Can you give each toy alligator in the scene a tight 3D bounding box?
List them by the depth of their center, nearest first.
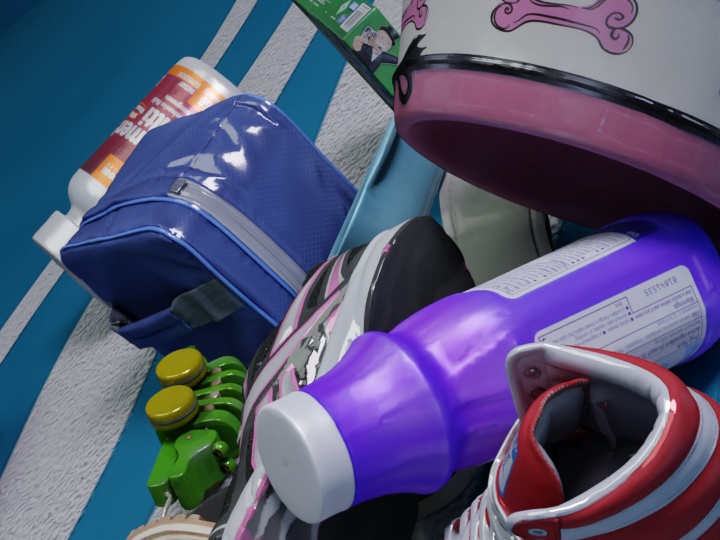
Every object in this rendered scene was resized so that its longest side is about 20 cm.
[{"bbox_3d":[-0.091,0.100,0.870,0.054,0.060,0.200,-15,29,10],"label":"toy alligator"}]

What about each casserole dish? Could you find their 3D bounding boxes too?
[{"bbox_3d":[0.000,0.000,0.818,0.201,0.039,0.122,115,177,-49],"label":"casserole dish"}]

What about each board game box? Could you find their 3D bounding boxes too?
[{"bbox_3d":[0.021,-0.124,0.960,0.029,0.135,0.200,-43,22,4],"label":"board game box"}]

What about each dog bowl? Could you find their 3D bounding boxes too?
[{"bbox_3d":[0.102,-0.069,0.652,0.200,0.199,0.074,8,78,64],"label":"dog bowl"}]

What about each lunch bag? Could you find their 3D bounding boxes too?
[{"bbox_3d":[-0.106,-0.013,0.990,0.199,0.136,0.133,-13,37,55],"label":"lunch bag"}]

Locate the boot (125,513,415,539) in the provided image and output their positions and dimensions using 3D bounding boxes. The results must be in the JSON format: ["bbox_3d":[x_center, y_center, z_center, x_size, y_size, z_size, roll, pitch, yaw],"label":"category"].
[{"bbox_3d":[-0.068,0.171,0.687,0.199,0.075,0.108,-21,37,45],"label":"boot"}]

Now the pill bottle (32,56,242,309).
[{"bbox_3d":[-0.172,-0.070,1.250,0.200,0.110,0.109,-49,22,-10],"label":"pill bottle"}]

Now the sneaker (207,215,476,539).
[{"bbox_3d":[-0.020,0.072,0.640,0.086,0.080,0.201,-10,42,48],"label":"sneaker"}]

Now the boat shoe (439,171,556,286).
[{"bbox_3d":[0.064,0.016,0.734,0.073,0.061,0.201,-11,33,11],"label":"boat shoe"}]

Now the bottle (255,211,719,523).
[{"bbox_3d":[0.054,0.037,0.593,0.199,0.066,0.083,-23,-3,-29],"label":"bottle"}]

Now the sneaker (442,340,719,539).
[{"bbox_3d":[0.055,0.092,0.530,0.199,0.112,0.072,-31,41,33],"label":"sneaker"}]

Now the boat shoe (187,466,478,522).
[{"bbox_3d":[-0.032,0.105,0.749,0.201,0.063,0.074,-30,28,38],"label":"boat shoe"}]
